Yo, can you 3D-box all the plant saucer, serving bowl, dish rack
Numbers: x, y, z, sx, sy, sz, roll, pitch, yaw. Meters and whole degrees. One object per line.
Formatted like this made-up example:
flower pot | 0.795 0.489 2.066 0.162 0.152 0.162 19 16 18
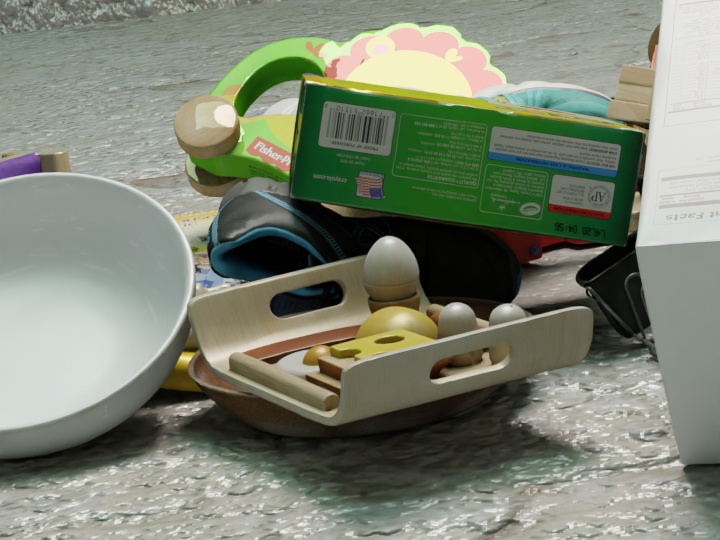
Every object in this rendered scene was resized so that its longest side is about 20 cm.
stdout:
plant saucer | 0.003 0.057 1.316 0.200 0.037 0.200 -8 13 2
serving bowl | -0.189 0.035 1.343 0.199 0.066 0.200 -5 47 5
dish rack | 0.225 0.002 1.289 0.153 0.055 0.200 -34 19 -9

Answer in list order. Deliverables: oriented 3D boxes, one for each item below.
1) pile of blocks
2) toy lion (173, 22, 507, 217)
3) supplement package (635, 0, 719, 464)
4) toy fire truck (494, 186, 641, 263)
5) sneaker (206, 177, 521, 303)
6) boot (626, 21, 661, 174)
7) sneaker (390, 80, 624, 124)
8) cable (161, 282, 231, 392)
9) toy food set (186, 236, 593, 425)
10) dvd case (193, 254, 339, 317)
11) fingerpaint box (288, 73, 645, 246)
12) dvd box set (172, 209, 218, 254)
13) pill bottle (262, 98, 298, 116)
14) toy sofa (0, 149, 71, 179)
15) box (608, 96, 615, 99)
pile of blocks | 0.209 -0.109 1.344 0.082 0.062 0.200 14 1 -11
toy lion | -0.002 -0.107 1.639 0.200 0.069 0.192 27 64 24
supplement package | 0.226 -0.030 1.144 0.150 0.152 0.200 -4 42 16
toy fire truck | 0.178 -0.041 1.610 0.200 0.049 0.141 -14 14 -28
sneaker | 0.000 0.000 1.454 0.199 0.073 0.082 10 25 7
boot | 0.262 -0.140 1.550 0.144 0.071 0.201 -22 -20 -21
sneaker | 0.085 -0.084 1.542 0.199 0.078 0.080 -4 7 -16
cable | -0.168 0.043 1.393 0.199 0.050 0.097 -5 51 -12
toy food set | 0.011 0.025 1.234 0.143 0.061 0.200 -13 13 -25
dvd case | -0.112 0.021 1.504 0.199 0.018 0.143 1 21 6
fingerpaint box | 0.058 -0.068 1.406 0.199 0.074 0.167 8 6 -3
dvd box set | -0.120 -0.007 1.675 0.146 0.029 0.200 -9 14 -2
pill bottle | 0.010 -0.087 1.763 0.113 0.113 0.200 -18 17 -38
toy sofa | -0.292 -0.032 1.768 0.097 0.083 0.200 1 15 36
box | 0.201 -0.101 1.747 0.160 0.044 0.200 2 -1 -40
